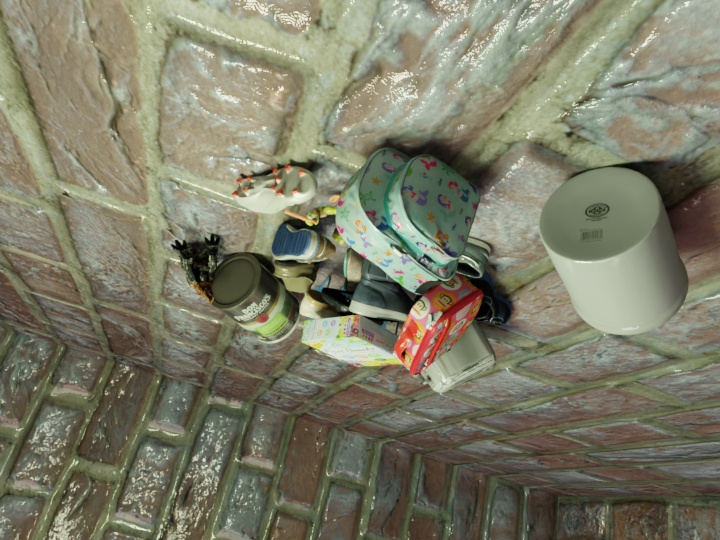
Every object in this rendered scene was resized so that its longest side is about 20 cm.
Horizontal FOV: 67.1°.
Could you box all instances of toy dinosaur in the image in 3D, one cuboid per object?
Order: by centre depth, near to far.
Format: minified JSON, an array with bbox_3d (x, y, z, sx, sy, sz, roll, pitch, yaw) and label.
[{"bbox_3d":[-0.357,-0.003,1.225,0.200,0.102,0.136,35,134,28],"label":"toy dinosaur"}]

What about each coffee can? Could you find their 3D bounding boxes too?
[{"bbox_3d":[-0.252,0.070,1.315,0.145,0.147,0.200,0,151,26],"label":"coffee can"}]

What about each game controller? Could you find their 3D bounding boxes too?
[{"bbox_3d":[0.008,0.072,1.156,0.199,0.042,0.104,13,-158,-47],"label":"game controller"}]

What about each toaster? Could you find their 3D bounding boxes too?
[{"bbox_3d":[0.210,0.180,1.206,0.199,0.130,0.114,-23,160,-18],"label":"toaster"}]

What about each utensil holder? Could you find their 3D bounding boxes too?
[{"bbox_3d":[0.367,-0.027,0.789,0.169,0.171,0.200,-6,144,36],"label":"utensil holder"}]

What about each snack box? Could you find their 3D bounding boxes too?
[{"bbox_3d":[-0.004,0.150,1.130,0.141,0.053,0.200,-11,151,33],"label":"snack box"}]

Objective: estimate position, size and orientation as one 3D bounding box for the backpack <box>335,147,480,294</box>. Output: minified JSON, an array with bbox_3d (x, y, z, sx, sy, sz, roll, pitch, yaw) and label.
[{"bbox_3d":[0.070,-0.084,0.814,0.199,0.178,0.151,31,148,-11],"label":"backpack"}]

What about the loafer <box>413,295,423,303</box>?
[{"bbox_3d":[0.149,0.075,1.204,0.070,0.069,0.201,-6,152,17],"label":"loafer"}]

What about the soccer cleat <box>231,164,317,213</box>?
[{"bbox_3d":[-0.139,-0.136,0.948,0.199,0.070,0.077,2,157,39],"label":"soccer cleat"}]

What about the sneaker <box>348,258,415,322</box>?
[{"bbox_3d":[0.074,0.026,1.087,0.077,0.147,0.202,13,179,44],"label":"sneaker"}]

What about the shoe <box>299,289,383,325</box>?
[{"bbox_3d":[-0.041,0.094,1.186,0.199,0.054,0.070,20,-161,-26],"label":"shoe"}]

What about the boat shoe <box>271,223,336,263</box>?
[{"bbox_3d":[-0.114,-0.044,1.061,0.072,0.073,0.200,18,180,-30],"label":"boat shoe"}]

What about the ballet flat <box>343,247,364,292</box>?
[{"bbox_3d":[0.000,0.000,1.148,0.067,0.069,0.200,9,164,1],"label":"ballet flat"}]

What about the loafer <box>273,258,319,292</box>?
[{"bbox_3d":[-0.130,0.013,1.150,0.075,0.068,0.200,6,179,12],"label":"loafer"}]

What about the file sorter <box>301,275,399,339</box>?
[{"bbox_3d":[-0.017,0.114,1.289,0.199,0.140,0.123,20,152,-12],"label":"file sorter"}]

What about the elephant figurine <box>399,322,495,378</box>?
[{"bbox_3d":[0.207,0.179,1.329,0.199,0.156,0.142,-17,-175,5],"label":"elephant figurine"}]

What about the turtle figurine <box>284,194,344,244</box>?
[{"bbox_3d":[-0.027,-0.095,0.963,0.198,0.065,0.161,-3,162,2],"label":"turtle figurine"}]

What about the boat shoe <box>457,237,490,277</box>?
[{"bbox_3d":[0.139,-0.036,0.999,0.198,0.062,0.073,14,154,1],"label":"boat shoe"}]

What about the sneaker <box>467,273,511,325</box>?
[{"bbox_3d":[0.267,0.083,1.149,0.070,0.078,0.200,-4,148,33],"label":"sneaker"}]

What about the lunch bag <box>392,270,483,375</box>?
[{"bbox_3d":[0.137,0.108,1.042,0.082,0.176,0.201,45,145,24],"label":"lunch bag"}]
